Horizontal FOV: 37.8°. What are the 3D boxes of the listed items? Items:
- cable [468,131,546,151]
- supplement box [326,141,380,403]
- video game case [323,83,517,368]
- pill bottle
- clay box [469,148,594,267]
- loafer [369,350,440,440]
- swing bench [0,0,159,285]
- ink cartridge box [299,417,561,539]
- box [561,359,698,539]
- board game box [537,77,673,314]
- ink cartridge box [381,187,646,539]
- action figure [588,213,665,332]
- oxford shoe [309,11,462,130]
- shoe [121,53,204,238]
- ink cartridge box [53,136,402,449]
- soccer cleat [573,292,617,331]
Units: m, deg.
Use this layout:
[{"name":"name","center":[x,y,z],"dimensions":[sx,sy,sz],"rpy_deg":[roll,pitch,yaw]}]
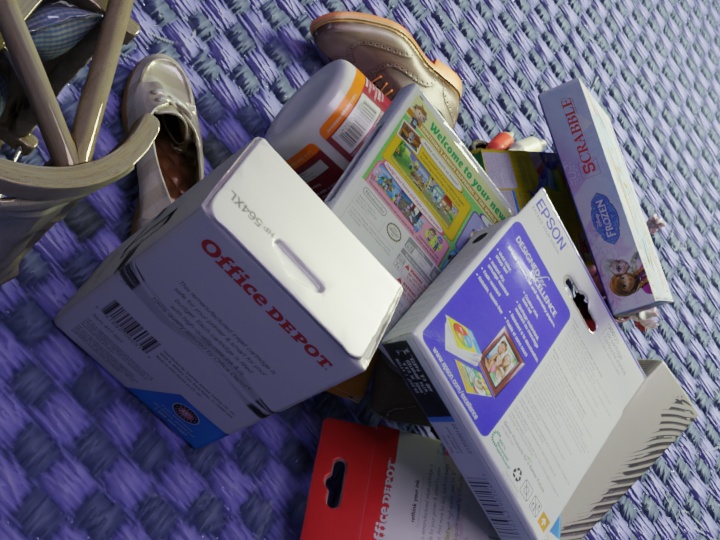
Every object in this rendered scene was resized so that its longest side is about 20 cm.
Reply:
[{"name":"cable","center":[0.136,-0.112,1.095],"dimensions":[0.097,0.051,0.200],"rpy_deg":[29,26,21]},{"name":"supplement box","center":[0.000,0.000,0.853],"dimensions":[0.066,0.069,0.201],"rpy_deg":[26,83,-33]},{"name":"video game case","center":[0.056,-0.012,0.807],"dimensions":[0.200,0.022,0.182],"rpy_deg":[48,55,-24]},{"name":"pill bottle","center":[0.017,-0.085,0.953],"dimensions":[0.200,0.113,0.113],"rpy_deg":[41,45,-21]},{"name":"clay box","center":[0.157,-0.051,0.977],"dimensions":[0.200,0.047,0.115],"rpy_deg":[-5,81,-54]},{"name":"loafer","center":[0.080,0.106,0.885],"dimensions":[0.199,0.070,0.075],"rpy_deg":[20,20,-39]},{"name":"swing bench","center":[-0.226,-0.090,0.648],"dimensions":[0.129,0.199,0.201],"rpy_deg":[9,62,-42]},{"name":"ink cartridge box","center":[0.053,0.199,0.827],"dimensions":[0.199,0.067,0.117],"rpy_deg":[14,53,-4]},{"name":"box","center":[0.211,0.169,0.965],"dimensions":[0.200,0.082,0.068],"rpy_deg":[-40,100,-19]},{"name":"board game box","center":[0.229,-0.059,0.965],"dimensions":[0.199,0.041,0.201],"rpy_deg":[7,65,-69]},{"name":"ink cartridge box","center":[0.126,0.071,0.808],"dimensions":[0.200,0.043,0.199],"rpy_deg":[-44,111,-37]},{"name":"action figure","center":[0.249,0.000,1.130],"dimensions":[0.200,0.149,0.134],"rpy_deg":[50,46,-22]},{"name":"oxford shoe","center":[0.031,-0.195,1.062],"dimensions":[0.199,0.071,0.073],"rpy_deg":[23,58,-35]},{"name":"shoe","center":[-0.148,-0.092,0.836],"dimensions":[0.070,0.053,0.201],"rpy_deg":[15,58,-39]},{"name":"ink cartridge box","center":[-0.092,0.024,0.716],"dimensions":[0.146,0.200,0.084],"rpy_deg":[46,44,-16]},{"name":"soccer cleat","center":[0.153,0.043,1.024],"dimensions":[0.199,0.086,0.069],"rpy_deg":[22,21,7]}]
